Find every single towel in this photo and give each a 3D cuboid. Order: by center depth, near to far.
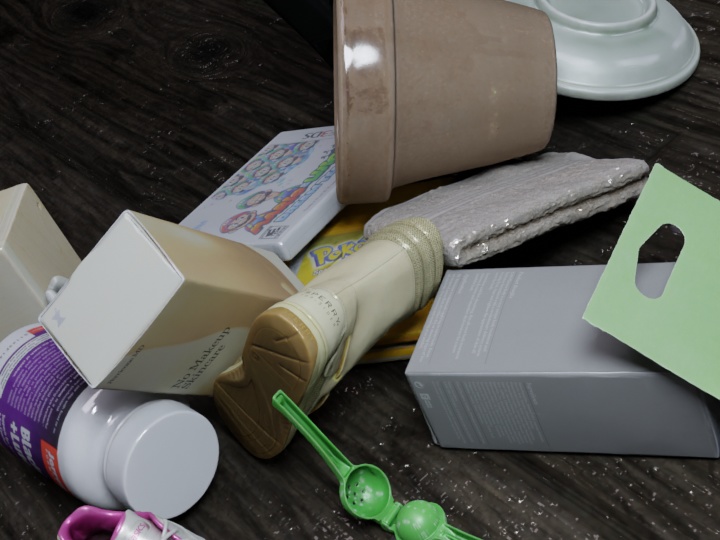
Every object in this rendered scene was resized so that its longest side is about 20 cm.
[{"bbox_3d":[0.116,-0.053,0.929,0.200,0.035,0.132,-22,17,-24],"label":"towel"}]

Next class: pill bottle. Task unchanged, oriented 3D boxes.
[{"bbox_3d":[-0.200,0.116,0.911,0.200,0.112,0.111,18,55,44],"label":"pill bottle"}]

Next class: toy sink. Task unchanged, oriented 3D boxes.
[{"bbox_3d":[-0.376,0.020,1.120,0.200,0.130,0.112,-18,37,13],"label":"toy sink"}]

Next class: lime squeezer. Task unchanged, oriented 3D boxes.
[{"bbox_3d":[0.027,0.148,0.779,0.200,0.071,0.038,31,42,16],"label":"lime squeezer"}]

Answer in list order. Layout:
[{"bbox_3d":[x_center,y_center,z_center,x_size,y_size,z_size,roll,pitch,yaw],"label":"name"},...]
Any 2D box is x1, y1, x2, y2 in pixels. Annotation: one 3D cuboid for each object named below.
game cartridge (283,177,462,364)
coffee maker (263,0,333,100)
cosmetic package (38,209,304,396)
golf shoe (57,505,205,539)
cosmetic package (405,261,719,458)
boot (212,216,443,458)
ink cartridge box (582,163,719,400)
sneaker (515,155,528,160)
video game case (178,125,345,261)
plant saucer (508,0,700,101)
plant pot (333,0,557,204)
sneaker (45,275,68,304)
[{"bbox_3d":[0.000,0.000,0.999,0.176,0.032,0.200,-8,40,23],"label":"game cartridge"},{"bbox_3d":[-0.022,-0.260,1.151,0.192,0.200,0.135,-29,33,33],"label":"coffee maker"},{"bbox_3d":[-0.121,0.031,0.857,0.105,0.200,0.071,-49,67,13],"label":"cosmetic package"},{"bbox_3d":[-0.118,0.202,0.774,0.200,0.092,0.075,1,43,30],"label":"golf shoe"},{"bbox_3d":[0.143,0.058,0.798,0.200,0.090,0.107,2,44,29],"label":"cosmetic package"},{"bbox_3d":[-0.023,0.049,0.865,0.073,0.200,0.155,45,56,12],"label":"boot"},{"bbox_3d":[0.250,0.022,0.712,0.200,0.048,0.146,33,56,0],"label":"ink cartridge box"},{"bbox_3d":[0.102,-0.166,1.108,0.090,0.067,0.200,-11,42,11],"label":"sneaker"},{"bbox_3d":[-0.070,-0.075,1.103,0.182,0.024,0.200,0,38,45],"label":"video game case"},{"bbox_3d":[0.209,-0.226,1.075,0.200,0.050,0.200,1,41,-1],"label":"plant saucer"},{"bbox_3d":[0.065,-0.154,0.966,0.174,0.201,0.200,-1,39,-1],"label":"plant pot"},{"bbox_3d":[-0.186,0.033,1.025,0.200,0.087,0.075,-11,38,20],"label":"sneaker"}]
